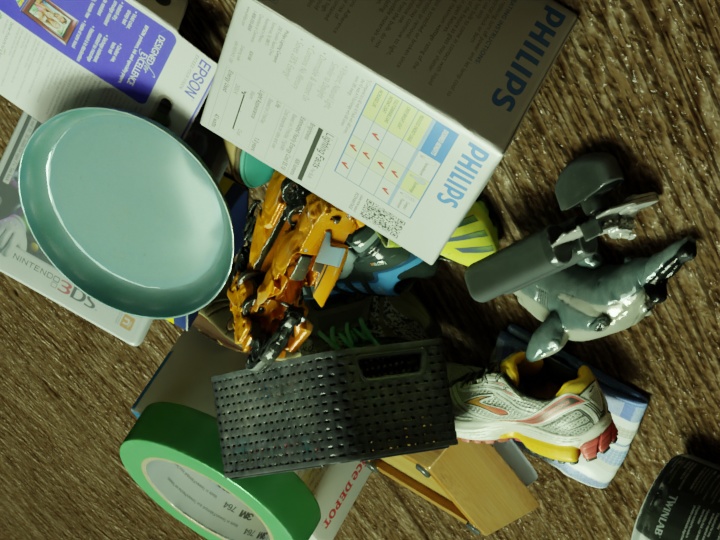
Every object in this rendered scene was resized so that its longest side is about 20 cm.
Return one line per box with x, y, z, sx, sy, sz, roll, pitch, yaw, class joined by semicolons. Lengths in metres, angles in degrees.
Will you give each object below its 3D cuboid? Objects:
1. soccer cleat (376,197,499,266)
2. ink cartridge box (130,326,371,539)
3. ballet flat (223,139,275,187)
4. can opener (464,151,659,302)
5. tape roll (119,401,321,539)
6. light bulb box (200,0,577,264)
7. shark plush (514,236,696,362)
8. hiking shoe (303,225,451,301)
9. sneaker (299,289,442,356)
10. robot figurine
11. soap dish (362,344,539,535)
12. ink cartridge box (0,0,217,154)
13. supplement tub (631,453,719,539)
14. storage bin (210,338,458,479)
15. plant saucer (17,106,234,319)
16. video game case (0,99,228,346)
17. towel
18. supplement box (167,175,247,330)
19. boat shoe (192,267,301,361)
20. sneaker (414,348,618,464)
0.041;-0.044;1.565;0.064;0.084;0.200;8;157;37;soccer cleat
-0.095;0.154;2.033;0.144;0.148;0.200;8;146;41;ink cartridge box
-0.079;-0.137;1.600;0.063;0.068;0.200;56;158;17;ballet flat
0.146;-0.030;1.514;0.200;0.052;0.067;-36;73;53;can opener
-0.134;0.204;1.939;0.199;0.048;0.201;26;154;14;tape roll
0.014;-0.135;1.394;0.199;0.125;0.198;31;155;1;light bulb box
0.175;0.009;1.547;0.084;0.090;0.200;67;157;-1;shark plush
0.000;0.000;1.724;0.086;0.075;0.200;32;160;-13;hiking shoe
-0.014;0.052;1.819;0.199;0.089;0.077;8;146;41;sneaker
-0.054;-0.011;1.646;0.058;0.146;0.201;8;134;-21;robot figurine
0.056;0.153;1.884;0.199;0.081;0.157;27;163;43;soap dish
-0.214;-0.174;1.643;0.199;0.043;0.198;36;141;-1;ink cartridge box
0.336;0.242;1.713;0.199;0.123;0.123;21;153;25;supplement tub
-0.025;0.120;1.746;0.134;0.095;0.200;-5;173;-35;storage bin
-0.189;-0.051;1.677;0.199;0.027;0.201;14;128;19;plant saucer
-0.225;-0.065;1.748;0.181;0.201;0.023;28;-171;9;video game case
0.173;0.125;1.811;0.146;0.024;0.200;28;155;9;towel
-0.212;-0.055;1.834;0.199;0.109;0.110;29;156;9;supplement box
-0.120;0.039;1.952;0.199;0.072;0.068;25;161;30;boat shoe
0.127;0.098;1.725;0.199;0.078;0.083;8;125;37;sneaker
